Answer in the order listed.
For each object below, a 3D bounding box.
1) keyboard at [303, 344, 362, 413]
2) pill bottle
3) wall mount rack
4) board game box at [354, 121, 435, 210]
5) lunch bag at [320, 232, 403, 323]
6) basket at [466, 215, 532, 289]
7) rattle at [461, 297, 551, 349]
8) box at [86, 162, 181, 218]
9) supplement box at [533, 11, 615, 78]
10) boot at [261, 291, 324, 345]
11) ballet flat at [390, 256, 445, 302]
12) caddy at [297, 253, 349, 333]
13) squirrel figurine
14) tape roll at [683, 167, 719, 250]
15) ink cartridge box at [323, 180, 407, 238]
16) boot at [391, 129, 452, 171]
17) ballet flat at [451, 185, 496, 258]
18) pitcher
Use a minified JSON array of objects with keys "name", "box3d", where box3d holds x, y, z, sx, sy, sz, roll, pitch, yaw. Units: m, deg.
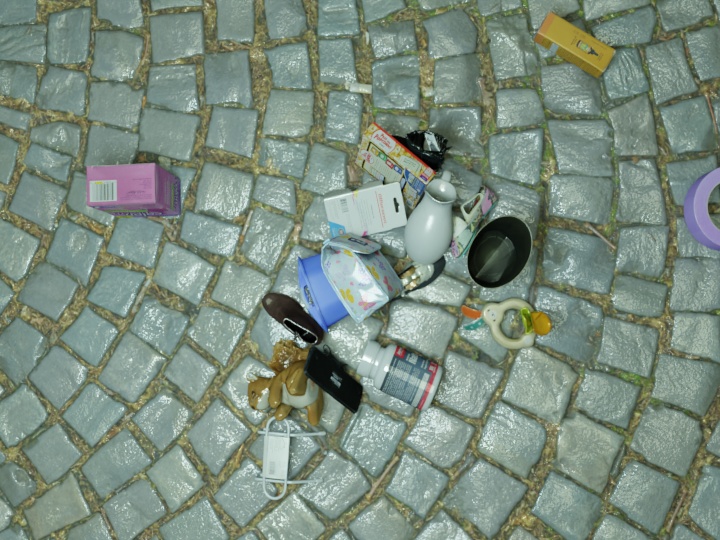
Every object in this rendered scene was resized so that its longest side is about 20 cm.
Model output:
[{"name":"keyboard","box3d":[-0.069,0.266,1.730,0.200,0.039,0.106,45,48,-30]},{"name":"pill bottle","box3d":[0.095,0.253,1.720,0.196,0.120,0.122,24,88,4]},{"name":"wall mount rack","box3d":[-0.178,0.468,1.750,0.168,0.075,0.207,3,87,7]},{"name":"board game box","box3d":[0.083,-0.257,1.734,0.199,0.152,0.047,40,69,5]},{"name":"lunch bag","box3d":[0.000,0.000,1.659,0.126,0.169,0.202,-38,85,18]},{"name":"basket","box3d":[0.323,-0.037,1.684,0.135,0.200,0.182,39,90,4]},{"name":"rattle","box3d":[0.350,0.129,1.707,0.195,0.143,0.134,17,106,-2]},{"name":"box","box3d":[-0.565,-0.197,1.748,0.170,0.200,0.100,-2,86,3]},{"name":"supplement box","box3d":[0.544,-0.574,1.772,0.197,0.069,0.068,33,90,7]},{"name":"boot","box3d":[-0.174,0.115,1.721,0.198,0.166,0.073,35,89,5]},{"name":"ballet flat","box3d":[0.131,0.020,1.758,0.197,0.073,0.074,-31,85,1]},{"name":"caddy","box3d":[-0.100,0.053,1.735,0.102,0.141,0.205,-21,85,-3]},{"name":"squirrel figurine","box3d":[-0.191,0.277,1.740,0.182,0.143,0.204,-8,47,27]},{"name":"tape roll","box3d":[0.913,-0.153,1.723,0.194,0.066,0.207,0,87,4]},{"name":"ink cartridge box","box3d":[0.013,-0.155,1.760,0.194,0.068,0.118,-12,108,3]},{"name":"boot","box3d":[0.128,-0.306,1.731,0.193,0.163,0.075,18,85,4]},{"name":"ballet flat","box3d":[0.270,-0.129,1.742,0.071,0.069,0.202,40,74,-19]},{"name":"pitcher","box3d":[0.181,-0.133,1.716,0.118,0.173,0.204,20,129,7]}]
